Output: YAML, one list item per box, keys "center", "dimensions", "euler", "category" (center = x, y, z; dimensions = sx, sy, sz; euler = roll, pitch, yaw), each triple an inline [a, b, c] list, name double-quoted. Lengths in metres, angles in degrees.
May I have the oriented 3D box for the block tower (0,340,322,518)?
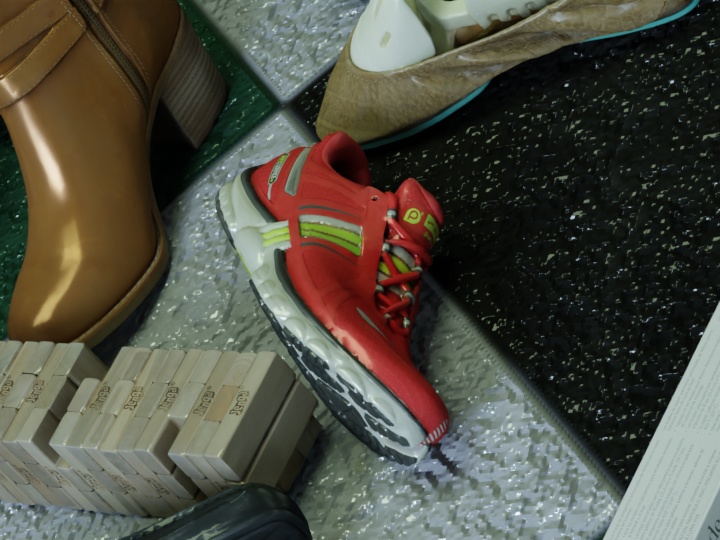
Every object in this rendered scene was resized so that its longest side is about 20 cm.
- center: [-0.107, 0.068, 1.195]
  dimensions: [0.199, 0.054, 0.058]
  euler: [3, 53, 42]
  category: "block tower"

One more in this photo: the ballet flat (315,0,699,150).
- center: [0.053, -0.116, 1.229]
  dimensions: [0.199, 0.072, 0.068]
  euler: [-19, 44, 25]
  category: "ballet flat"

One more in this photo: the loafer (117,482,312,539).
- center: [-0.110, 0.136, 1.117]
  dimensions: [0.200, 0.068, 0.071]
  euler: [-33, 47, 15]
  category: "loafer"

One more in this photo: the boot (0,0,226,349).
- center: [-0.142, -0.070, 1.278]
  dimensions: [0.076, 0.155, 0.201]
  euler: [2, 54, 40]
  category: "boot"

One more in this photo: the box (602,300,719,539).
- center: [0.132, 0.065, 1.010]
  dimensions: [0.041, 0.039, 0.201]
  euler: [2, 54, 43]
  category: "box"

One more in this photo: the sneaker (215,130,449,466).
- center: [0.000, 0.000, 1.159]
  dimensions: [0.085, 0.077, 0.200]
  euler: [-32, 38, 1]
  category: "sneaker"
